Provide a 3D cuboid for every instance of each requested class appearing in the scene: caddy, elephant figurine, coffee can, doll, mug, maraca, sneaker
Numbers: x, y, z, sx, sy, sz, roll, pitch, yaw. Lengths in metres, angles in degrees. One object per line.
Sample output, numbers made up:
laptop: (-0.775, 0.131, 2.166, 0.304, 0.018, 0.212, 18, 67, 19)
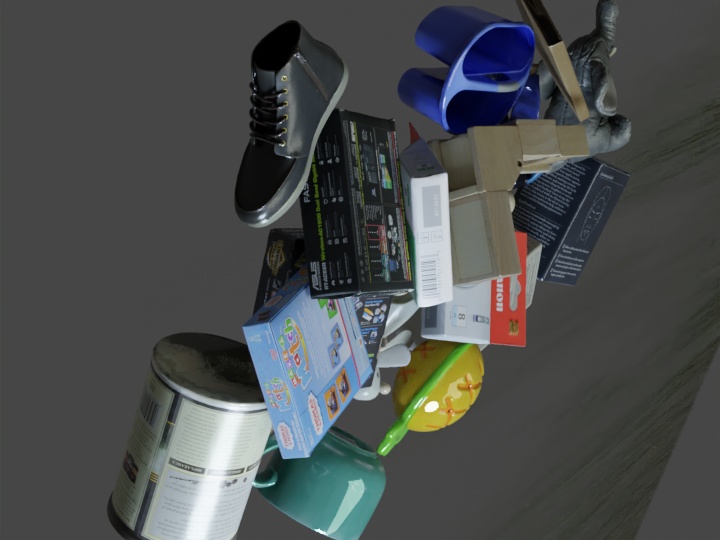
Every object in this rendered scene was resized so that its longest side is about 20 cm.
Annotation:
caddy: (0.137, -0.238, 1.585, 0.200, 0.105, 0.141, -17, 132, -55)
elephant figurine: (0.309, -0.265, 1.872, 0.141, 0.155, 0.200, -8, 125, -4)
coffee can: (-0.176, 0.188, 1.424, 0.146, 0.146, 0.200, -15, 129, -55)
doll: (0.185, -0.169, 1.724, 0.048, 0.136, 0.200, -39, 132, -80)
mug: (-0.050, 0.264, 1.721, 0.114, 0.152, 0.185, -61, 154, 1)
maraca: (0.089, 0.166, 1.761, 0.200, 0.107, 0.137, -50, 166, -4)
sneaker: (-0.092, -0.148, 1.326, 0.106, 0.075, 0.200, 34, 78, -59)

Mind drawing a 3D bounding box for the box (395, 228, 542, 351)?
box: (0.154, 0.032, 1.890, 0.200, 0.109, 0.128, -38, 147, -37)

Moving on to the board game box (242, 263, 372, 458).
board game box: (-0.052, 0.085, 1.412, 0.200, 0.037, 0.151, -48, 126, -61)

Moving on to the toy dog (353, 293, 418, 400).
toy dog: (0.052, 0.071, 1.715, 0.132, 0.096, 0.200, -74, 180, -63)

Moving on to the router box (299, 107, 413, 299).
router box: (-0.007, -0.070, 1.437, 0.150, 0.062, 0.200, -1, 84, -65)

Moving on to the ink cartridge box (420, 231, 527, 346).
ink cartridge box: (0.163, 0.014, 1.716, 0.200, 0.047, 0.160, 8, 80, -41)

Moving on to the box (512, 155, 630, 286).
box: (0.306, -0.089, 2.037, 0.148, 0.107, 0.200, 9, 110, -62)

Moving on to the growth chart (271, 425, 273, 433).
growth chart: (-0.074, 0.118, 1.679, 0.200, 0.018, 0.145, -46, 150, -25)

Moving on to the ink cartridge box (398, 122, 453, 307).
ink cartridge box: (0.064, -0.071, 1.564, 0.050, 0.200, 0.161, -9, 115, -9)

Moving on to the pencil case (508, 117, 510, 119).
pencil case: (0.164, -0.109, 1.793, 0.200, 0.083, 0.087, -55, 155, -7)

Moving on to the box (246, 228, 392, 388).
box: (-0.043, 0.049, 1.562, 0.200, 0.050, 0.199, -4, 109, -49)

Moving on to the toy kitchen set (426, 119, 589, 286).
toy kitchen set: (0.163, -0.077, 1.617, 0.200, 0.163, 0.181, -6, 85, -41)

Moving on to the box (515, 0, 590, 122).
box: (0.227, -0.292, 1.644, 0.021, 0.164, 0.200, -27, 154, 8)
